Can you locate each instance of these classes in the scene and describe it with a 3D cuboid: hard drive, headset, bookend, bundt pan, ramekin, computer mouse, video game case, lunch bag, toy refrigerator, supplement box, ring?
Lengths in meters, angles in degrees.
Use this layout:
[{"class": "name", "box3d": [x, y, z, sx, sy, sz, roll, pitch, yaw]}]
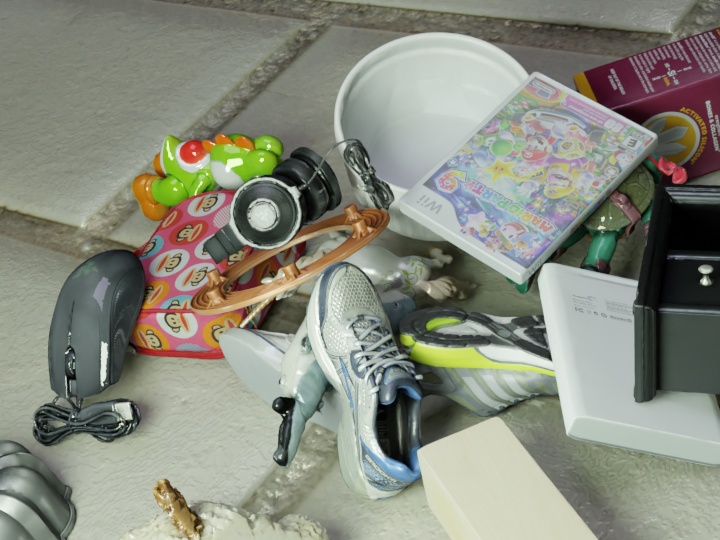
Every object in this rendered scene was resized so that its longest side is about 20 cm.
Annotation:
[{"class": "hard drive", "box3d": [0.221, 0.073, 1.263, 0.132, 0.027, 0.200, 12, 35, -10]}, {"class": "headset", "box3d": [-0.057, -0.055, 1.393, 0.200, 0.094, 0.123, -34, 4, 41]}, {"class": "bookend", "box3d": [0.326, 0.018, 1.228, 0.198, 0.092, 0.200, 3, 32, 16]}, {"class": "bundt pan", "box3d": [-0.363, 0.226, 1.376, 0.201, 0.076, 0.202, -15, 35, 11]}, {"class": "ramekin", "box3d": [0.075, -0.123, 1.491, 0.200, 0.105, 0.201, -1, 58, 1]}, {"class": "computer mouse", "box3d": [-0.261, 0.065, 1.476, 0.138, 0.053, 0.201, -9, 63, 35]}, {"class": "video game case", "box3d": [0.152, -0.088, 1.383, 0.143, 0.018, 0.200, 33, 64, 29]}, {"class": "lunch bag", "box3d": [-0.166, 0.001, 1.565, 0.176, 0.082, 0.200, 0, 41, 28]}, {"class": "toy refrigerator", "box3d": [0.120, 0.203, 1.163, 0.076, 0.070, 0.200, -21, 35, -13]}, {"class": "supplement box", "box3d": [0.321, -0.158, 1.498, 0.199, 0.111, 0.086, -18, 36, 5]}, {"class": "ring", "box3d": [-0.067, -0.015, 1.397, 0.200, 0.019, 0.200, -25, 13, 6]}]

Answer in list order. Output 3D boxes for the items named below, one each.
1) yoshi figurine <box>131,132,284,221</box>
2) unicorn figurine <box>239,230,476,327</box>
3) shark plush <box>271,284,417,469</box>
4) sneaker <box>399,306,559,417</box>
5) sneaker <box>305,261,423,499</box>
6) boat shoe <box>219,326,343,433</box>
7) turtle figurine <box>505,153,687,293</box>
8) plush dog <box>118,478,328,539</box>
[{"class": "yoshi figurine", "box3d": [-0.151, -0.096, 1.702, 0.200, 0.113, 0.112, -8, -6, 41]}, {"class": "unicorn figurine", "box3d": [0.000, 0.000, 1.443, 0.199, 0.074, 0.137, -1, 12, 18]}, {"class": "shark plush", "box3d": [-0.021, 0.078, 1.310, 0.083, 0.091, 0.200, 31, 43, -2]}, {"class": "sneaker", "box3d": [0.130, 0.085, 1.313, 0.199, 0.081, 0.074, 9, 34, 8]}, {"class": "sneaker", "box3d": [0.017, 0.086, 1.264, 0.077, 0.201, 0.085, -12, -5, -30]}, {"class": "boat shoe", "box3d": [-0.044, 0.090, 1.396, 0.200, 0.072, 0.066, 19, 47, 41]}, {"class": "turtle figurine", "box3d": [0.231, -0.045, 1.413, 0.200, 0.101, 0.150, -43, 40, -19]}, {"class": "plush dog", "box3d": [-0.149, 0.242, 1.205, 0.172, 0.161, 0.200, -23, 22, 48]}]
